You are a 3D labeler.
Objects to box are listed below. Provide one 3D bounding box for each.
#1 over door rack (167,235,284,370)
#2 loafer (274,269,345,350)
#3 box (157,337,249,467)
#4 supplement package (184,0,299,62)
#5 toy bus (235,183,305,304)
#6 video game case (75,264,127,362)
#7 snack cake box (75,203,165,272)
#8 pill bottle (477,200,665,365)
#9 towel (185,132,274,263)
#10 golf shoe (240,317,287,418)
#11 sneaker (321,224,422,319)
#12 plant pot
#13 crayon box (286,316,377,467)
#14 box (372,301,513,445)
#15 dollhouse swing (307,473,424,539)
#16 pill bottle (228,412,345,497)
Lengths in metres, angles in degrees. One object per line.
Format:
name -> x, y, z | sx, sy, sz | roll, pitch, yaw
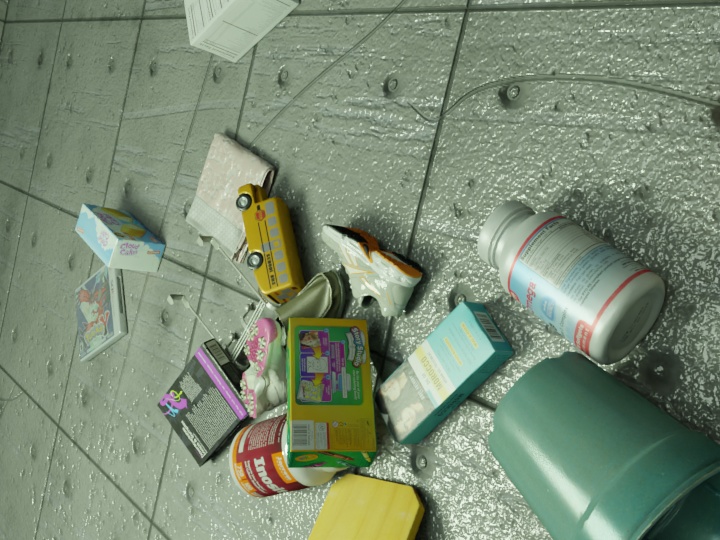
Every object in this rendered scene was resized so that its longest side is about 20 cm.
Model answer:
over door rack -> -0.233, 0.053, 1.224 | 0.199, 0.066, 0.149 | 40, 112, 17
loafer -> -0.096, 0.080, 1.098 | 0.201, 0.069, 0.076 | -53, 53, 25
box -> -0.274, 0.238, 1.231 | 0.144, 0.036, 0.200 | 50, 122, 12
supplement package -> -0.223, -0.498, 1.275 | 0.198, 0.112, 0.112 | -26, 68, 37
toy bus -> -0.151, -0.050, 1.160 | 0.077, 0.065, 0.204 | -18, 69, 9
video game case -> -0.611, 0.094, 1.622 | 0.198, 0.023, 0.186 | -30, 64, 37
snack cake box -> -0.523, -0.071, 1.498 | 0.199, 0.114, 0.069 | 34, 106, 41
pill bottle -> 0.227, 0.004, 0.775 | 0.200, 0.107, 0.110 | 42, 112, 39
towel -> -0.251, -0.141, 1.306 | 0.199, 0.032, 0.195 | 35, 108, 40
golf shoe -> -0.135, 0.145, 1.078 | 0.076, 0.090, 0.203 | 60, 147, 37
sneaker -> 0.000, 0.000, 1.020 | 0.199, 0.075, 0.094 | 35, 112, 42
plant pot -> 0.240, 0.199, 0.689 | 0.196, 0.197, 0.203 | 45, 114, 45
crayon box -> -0.044, 0.166, 0.965 | 0.059, 0.116, 0.204 | 107, 162, -54
box -> 0.104, 0.138, 0.913 | 0.201, 0.049, 0.083 | -50, 54, 26
dollhouse swing -> 0.019, 0.422, 0.964 | 0.197, 0.176, 0.184 | -5, 122, 42
pill bottle -> -0.101, 0.272, 1.046 | 0.198, 0.112, 0.116 | -26, 67, 38
